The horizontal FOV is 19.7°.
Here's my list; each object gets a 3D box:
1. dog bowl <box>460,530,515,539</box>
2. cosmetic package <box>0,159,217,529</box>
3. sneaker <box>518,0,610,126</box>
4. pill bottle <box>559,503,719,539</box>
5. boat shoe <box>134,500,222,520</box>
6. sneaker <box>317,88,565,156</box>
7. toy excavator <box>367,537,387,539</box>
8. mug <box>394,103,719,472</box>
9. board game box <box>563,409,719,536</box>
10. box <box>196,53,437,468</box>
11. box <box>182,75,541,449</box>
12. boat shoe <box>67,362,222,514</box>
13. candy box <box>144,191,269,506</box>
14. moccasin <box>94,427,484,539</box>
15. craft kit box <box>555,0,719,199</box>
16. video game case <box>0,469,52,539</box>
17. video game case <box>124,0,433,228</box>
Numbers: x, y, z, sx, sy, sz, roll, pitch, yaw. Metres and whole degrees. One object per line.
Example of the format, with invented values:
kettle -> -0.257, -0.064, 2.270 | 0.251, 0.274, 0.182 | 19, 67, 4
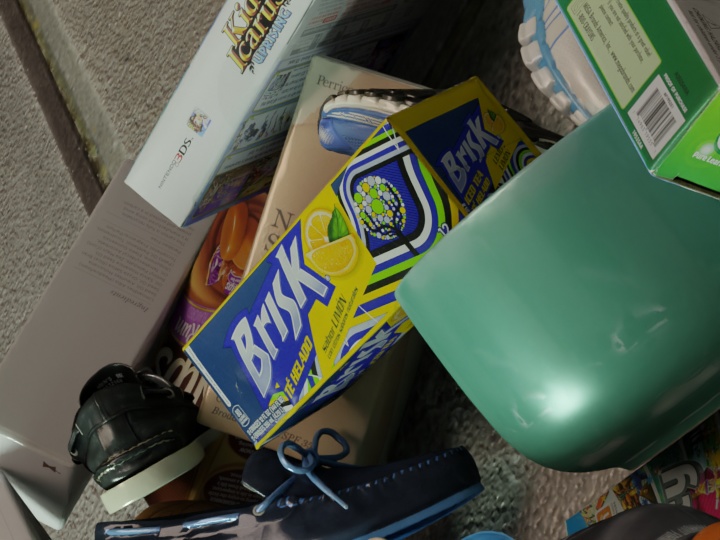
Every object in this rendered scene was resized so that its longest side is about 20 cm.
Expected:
dog bowl -> 0.045, 0.205, 0.963 | 0.200, 0.049, 0.112 | -49, 38, 36
cosmetic package -> -0.162, 0.044, 1.258 | 0.200, 0.071, 0.102 | -63, -2, -31
sneaker -> 0.121, -0.137, 0.985 | 0.087, 0.075, 0.200 | -44, 41, 31
pill bottle -> 0.088, 0.148, 0.745 | 0.200, 0.106, 0.107 | -34, 49, 46
boat shoe -> -0.088, 0.193, 1.094 | 0.200, 0.071, 0.070 | -108, 16, -63
sneaker -> 0.057, -0.030, 0.979 | 0.200, 0.078, 0.089 | 26, 108, 30
toy excavator -> 0.003, 0.230, 0.884 | 0.200, 0.100, 0.194 | -62, 20, -1
mug -> 0.120, -0.001, 0.827 | 0.185, 0.115, 0.152 | -36, -8, -4
board game box -> 0.171, 0.122, 0.784 | 0.200, 0.064, 0.148 | -44, 42, 42
box -> -0.006, -0.002, 1.081 | 0.078, 0.095, 0.201 | 8, -81, -76
box -> 0.000, 0.000, 0.953 | 0.064, 0.070, 0.200 | 52, 134, 9
boat shoe -> -0.122, 0.081, 1.099 | 0.074, 0.066, 0.199 | -30, 2, 2
candy box -> -0.069, 0.053, 1.217 | 0.117, 0.056, 0.201 | 47, 117, 54
moccasin -> -0.041, 0.117, 1.004 | 0.199, 0.080, 0.068 | -20, 78, 5
craft kit box -> 0.159, -0.083, 0.773 | 0.049, 0.197, 0.200 | -51, 37, 27
video game case -> -0.145, 0.203, 1.132 | 0.024, 0.182, 0.200 | -35, 15, -9
video game case -> -0.026, -0.125, 1.117 | 0.045, 0.200, 0.182 | 37, 115, 12
